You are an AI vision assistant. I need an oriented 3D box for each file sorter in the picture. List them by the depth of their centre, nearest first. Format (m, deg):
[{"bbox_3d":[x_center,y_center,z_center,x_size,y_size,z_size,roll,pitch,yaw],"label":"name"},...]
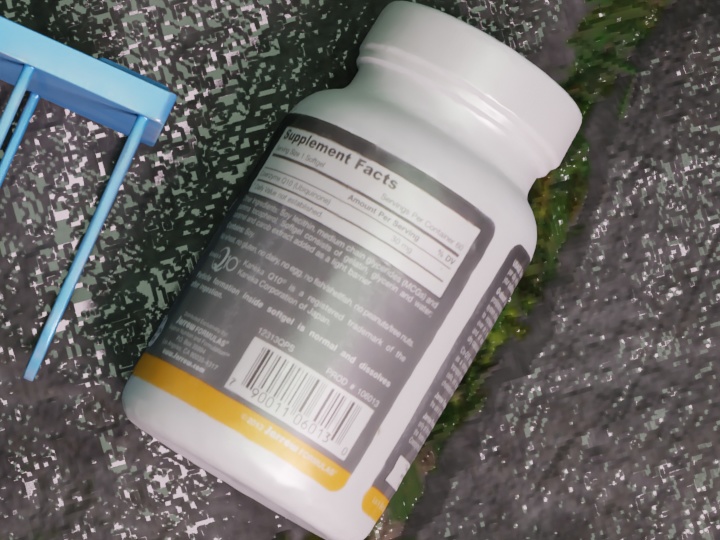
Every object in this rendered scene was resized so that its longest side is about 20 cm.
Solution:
[{"bbox_3d":[-0.188,-0.050,0.984,0.200,0.139,0.123,24,87,-6],"label":"file sorter"}]

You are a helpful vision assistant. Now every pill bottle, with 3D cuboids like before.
[{"bbox_3d":[0.000,0.000,1.016,0.116,0.116,0.200,32,82,-5],"label":"pill bottle"}]
